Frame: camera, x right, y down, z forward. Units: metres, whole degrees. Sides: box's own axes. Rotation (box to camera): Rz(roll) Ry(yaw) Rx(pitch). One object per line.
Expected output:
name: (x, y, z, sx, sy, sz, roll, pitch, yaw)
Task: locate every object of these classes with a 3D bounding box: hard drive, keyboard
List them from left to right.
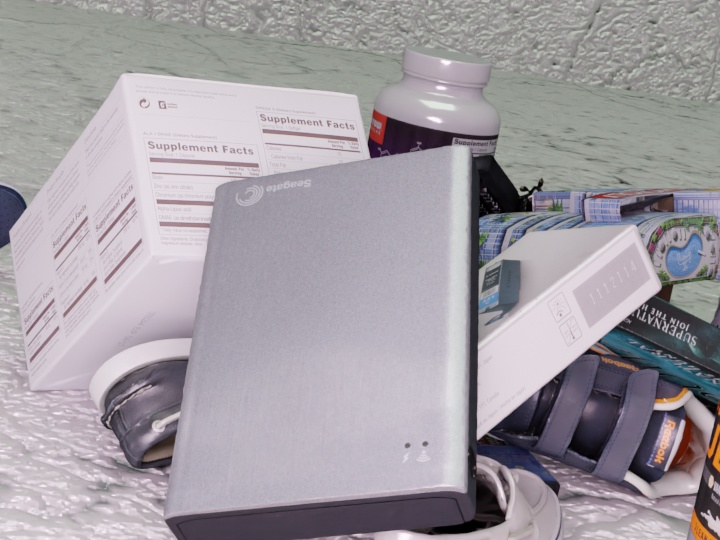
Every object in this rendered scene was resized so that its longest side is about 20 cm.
hard drive: (-0.013, 0.031, 0.728, 0.138, 0.033, 0.202, -8, 49, 14)
keyboard: (0.100, -0.035, 1.156, 0.103, 0.040, 0.200, -14, -19, 16)

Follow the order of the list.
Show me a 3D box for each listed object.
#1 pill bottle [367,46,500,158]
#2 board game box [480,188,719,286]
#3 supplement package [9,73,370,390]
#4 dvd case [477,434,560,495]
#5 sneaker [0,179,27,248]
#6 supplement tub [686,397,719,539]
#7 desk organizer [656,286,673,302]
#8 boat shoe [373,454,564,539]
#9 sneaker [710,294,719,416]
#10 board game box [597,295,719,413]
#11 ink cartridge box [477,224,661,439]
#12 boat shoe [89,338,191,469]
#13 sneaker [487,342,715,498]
pill bottle: (0.057, -0.086, 1.320, 0.111, 0.203, 0.113, 9, 14, -2)
board game box: (0.202, -0.025, 1.052, 0.198, 0.063, 0.199, 1, 5, 40)
supplement package: (-0.101, -0.015, 0.916, 0.154, 0.112, 0.200, 1, -24, -32)
dvd case: (0.023, 0.097, 0.965, 0.141, 0.018, 0.200, 5, 16, -19)
sneaker: (-0.305, -0.019, 1.071, 0.198, 0.071, 0.108, -12, 20, -40)
supplement tub: (0.237, 0.092, 0.765, 0.121, 0.203, 0.123, 9, 13, -2)
desk organizer: (0.183, 0.034, 1.195, 0.071, 0.078, 0.199, 17, 16, 25)
boat shoe: (0.055, 0.126, 0.777, 0.071, 0.067, 0.199, 17, 16, 28)
sneaker: (0.330, 0.065, 1.104, 0.197, 0.116, 0.075, 5, 15, -19)
board game box: (0.201, 0.054, 0.965, 0.198, 0.028, 0.135, 25, -9, -17)
ink cartridge box: (0.038, 0.046, 0.830, 0.199, 0.045, 0.176, -35, 15, -29)
boat shoe: (-0.060, 0.073, 0.892, 0.198, 0.076, 0.061, -11, 57, -32)
sneaker: (0.146, 0.086, 0.929, 0.198, 0.079, 0.079, 16, 8, -27)
